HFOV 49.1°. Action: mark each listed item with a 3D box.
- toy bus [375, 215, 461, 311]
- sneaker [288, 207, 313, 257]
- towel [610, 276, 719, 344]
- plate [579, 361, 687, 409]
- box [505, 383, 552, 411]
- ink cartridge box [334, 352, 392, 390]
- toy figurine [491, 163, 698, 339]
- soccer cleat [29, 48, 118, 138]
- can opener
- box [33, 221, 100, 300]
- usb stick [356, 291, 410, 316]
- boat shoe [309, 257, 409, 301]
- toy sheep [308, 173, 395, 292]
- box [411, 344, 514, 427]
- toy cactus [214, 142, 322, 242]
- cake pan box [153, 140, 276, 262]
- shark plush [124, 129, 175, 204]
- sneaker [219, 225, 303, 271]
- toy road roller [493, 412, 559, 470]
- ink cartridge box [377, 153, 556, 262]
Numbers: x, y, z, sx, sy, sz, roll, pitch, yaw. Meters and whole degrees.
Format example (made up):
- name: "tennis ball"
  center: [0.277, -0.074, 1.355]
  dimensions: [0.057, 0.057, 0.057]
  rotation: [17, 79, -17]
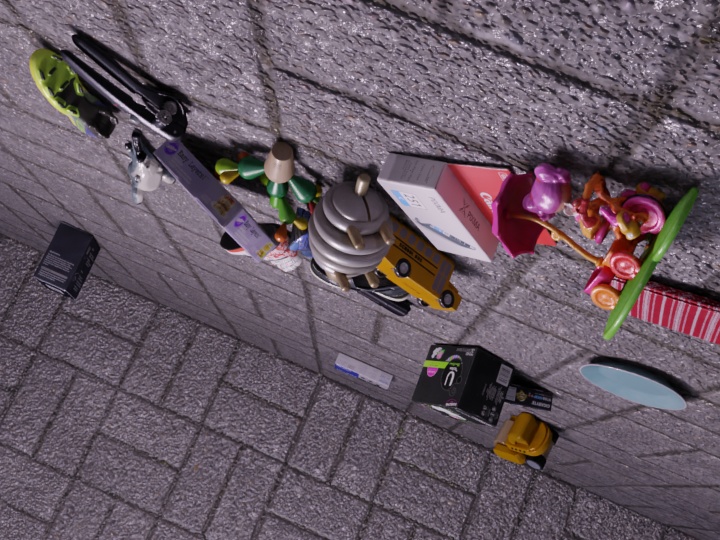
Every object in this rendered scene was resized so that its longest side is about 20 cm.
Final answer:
- name: "toy bus"
  center: [0.084, -0.007, 1.267]
  dimensions: [0.199, 0.079, 0.065]
  rotation: [34, 161, -32]
- name: "sneaker"
  center: [-0.071, -0.060, 1.350]
  dimensions: [0.077, 0.076, 0.200]
  rotation: [10, 178, 10]
- name: "towel"
  center: [0.423, 0.052, 1.058]
  dimensions: [0.198, 0.023, 0.145]
  rotation: [20, 167, 24]
- name: "plate"
  center: [0.507, 0.208, 1.462]
  dimensions: [0.198, 0.026, 0.200]
  rotation: [23, 164, 7]
- name: "box"
  center: [0.347, 0.301, 1.933]
  dimensions: [0.157, 0.047, 0.199]
  rotation: [16, 170, -25]
- name: "ink cartridge box"
  center: [0.010, 0.345, 2.681]
  dimensions: [0.198, 0.045, 0.094]
  rotation: [23, 164, 5]
- name: "toy figurine"
  center: [0.229, -0.051, 0.842]
  dimensions: [0.183, 0.150, 0.201]
  rotation: [30, 145, 13]
- name: "soccer cleat"
  center: [-0.459, -0.273, 1.228]
  dimensions: [0.083, 0.065, 0.200]
  rotation: [25, 166, 24]
- name: "can opener"
  center: [-0.327, -0.249, 1.101]
  dimensions: [0.199, 0.064, 0.078]
  rotation: [33, 164, -30]
- name: "box"
  center: [-0.965, -0.028, 2.601]
  dimensions: [0.116, 0.202, 0.197]
  rotation: [24, 165, -6]
- name: "usb stick"
  center: [0.018, 0.040, 1.634]
  dimensions: [0.199, 0.033, 0.055]
  rotation: [30, 171, -22]
- name: "boat shoe"
  center: [-0.001, 0.002, 1.447]
  dimensions: [0.197, 0.075, 0.066]
  rotation: [21, 163, 9]
- name: "toy sheep"
  center: [-0.012, -0.057, 1.133]
  dimensions: [0.136, 0.139, 0.201]
  rotation: [23, 133, 0]
- name: "box"
  center: [0.237, 0.266, 1.840]
  dimensions: [0.123, 0.150, 0.199]
  rotation: [28, 165, -23]
- name: "toy cactus"
  center: [-0.131, -0.132, 1.180]
  dimensions: [0.199, 0.103, 0.165]
  rotation: [32, 156, 4]
- name: "cake pan box"
  center: [-0.241, -0.117, 1.311]
  dimensions: [0.200, 0.052, 0.184]
  rotation: [44, 173, 21]
- name: "shark plush"
  center: [-0.409, -0.193, 1.432]
  dimensions: [0.084, 0.090, 0.200]
  rotation: [53, 173, 8]
- name: "sneaker"
  center: [-0.200, -0.043, 1.614]
  dimensions: [0.200, 0.068, 0.108]
  rotation: [3, 152, 48]
- name: "toy road roller"
  center: [0.468, 0.478, 2.297]
  dimensions: [0.199, 0.123, 0.146]
  rotation: [5, 142, 50]
- name: "ink cartridge box"
  center: [0.140, -0.073, 1.020]
  dimensions: [0.175, 0.045, 0.200]
  rotation: [14, 163, 37]
